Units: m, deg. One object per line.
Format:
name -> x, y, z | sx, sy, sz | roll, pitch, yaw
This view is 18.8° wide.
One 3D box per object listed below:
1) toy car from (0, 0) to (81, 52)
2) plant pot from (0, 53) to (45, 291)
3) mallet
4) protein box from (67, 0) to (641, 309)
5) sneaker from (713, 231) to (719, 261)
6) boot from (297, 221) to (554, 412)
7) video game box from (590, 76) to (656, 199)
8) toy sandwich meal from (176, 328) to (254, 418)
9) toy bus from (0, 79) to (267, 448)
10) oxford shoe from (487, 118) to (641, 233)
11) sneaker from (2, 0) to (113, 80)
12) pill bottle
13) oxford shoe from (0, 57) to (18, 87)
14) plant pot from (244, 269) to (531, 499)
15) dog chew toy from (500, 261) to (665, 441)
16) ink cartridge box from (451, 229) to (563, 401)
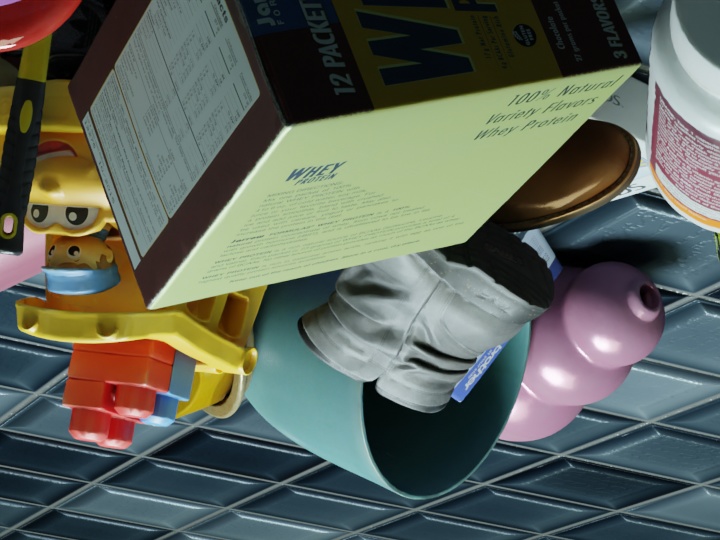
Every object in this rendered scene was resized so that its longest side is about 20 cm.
toy car -> -0.169, -0.182, 0.998 | 0.175, 0.150, 0.200 | 6, 161, -2
plant pot -> -0.269, -0.055, 1.361 | 0.179, 0.200, 0.200 | -13, 159, 4
mallet -> -0.183, -0.111, 1.151 | 0.066, 0.200, 0.041 | 16, 180, -11
protein box -> -0.010, -0.097, 1.079 | 0.199, 0.135, 0.200 | -12, 161, -29
sneaker -> 0.262, -0.054, 1.369 | 0.076, 0.075, 0.200 | -11, 169, -3
boot -> 0.000, 0.000, 1.257 | 0.200, 0.070, 0.132 | 39, 127, -11
video game box -> 0.087, -0.088, 1.359 | 0.200, 0.047, 0.182 | 20, 154, -36
toy sandwich meal -> -0.139, 0.019, 1.524 | 0.070, 0.205, 0.205 | -19, 170, -23
toy bus -> -0.137, 0.001, 1.245 | 0.136, 0.192, 0.200 | 6, 166, 26
oxford shoe -> 0.061, -0.067, 1.261 | 0.200, 0.071, 0.071 | -1, 154, 20
sneaker -> -0.118, -0.128, 1.250 | 0.200, 0.076, 0.114 | -9, 159, 42
pill bottle -> 0.213, -0.103, 1.175 | 0.114, 0.114, 0.200 | 3, 161, 7
oxford shoe -> -0.272, -0.136, 1.228 | 0.200, 0.071, 0.074 | 15, 118, -34
plant pot -> 0.001, 0.046, 1.560 | 0.161, 0.201, 0.201 | 15, 170, 37
dog chew toy -> 0.151, 0.053, 1.646 | 0.125, 0.125, 0.200 | 18, 150, -31
ink cartridge box -> 0.071, 0.013, 1.414 | 0.042, 0.119, 0.200 | 36, 175, 23
